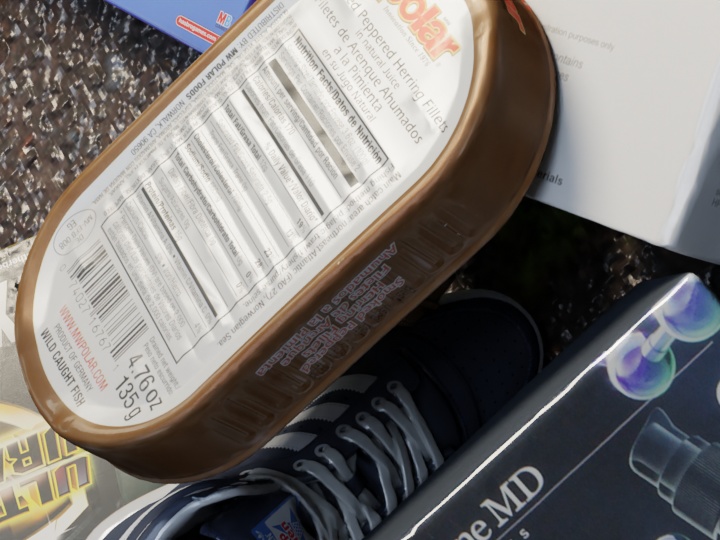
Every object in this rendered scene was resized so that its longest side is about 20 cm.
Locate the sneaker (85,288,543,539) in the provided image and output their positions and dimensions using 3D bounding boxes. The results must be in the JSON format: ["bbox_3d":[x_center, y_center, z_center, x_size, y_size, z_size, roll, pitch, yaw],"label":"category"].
[{"bbox_3d":[-0.008,0.075,0.790,0.200,0.108,0.070,-33,96,-10],"label":"sneaker"}]

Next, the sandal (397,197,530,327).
[{"bbox_3d":[0.000,0.000,0.802,0.081,0.200,0.055,11,123,36],"label":"sandal"}]

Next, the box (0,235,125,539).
[{"bbox_3d":[-0.146,0.078,0.911,0.199,0.049,0.160,-22,68,-1],"label":"box"}]

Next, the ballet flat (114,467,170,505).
[{"bbox_3d":[-0.041,0.004,0.859,0.064,0.067,0.201,-7,60,49],"label":"ballet flat"}]

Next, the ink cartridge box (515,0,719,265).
[{"bbox_3d":[0.123,-0.108,0.728,0.146,0.146,0.201,23,97,47],"label":"ink cartridge box"}]

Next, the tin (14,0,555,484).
[{"bbox_3d":[-0.028,-0.020,0.698,0.200,0.042,0.112,-43,56,13],"label":"tin"}]

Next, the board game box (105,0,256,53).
[{"bbox_3d":[-0.087,-0.182,0.956,0.200,0.045,0.135,31,102,33],"label":"board game box"}]

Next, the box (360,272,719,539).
[{"bbox_3d":[0.105,0.123,0.681,0.148,0.107,0.200,-43,88,-2],"label":"box"}]
